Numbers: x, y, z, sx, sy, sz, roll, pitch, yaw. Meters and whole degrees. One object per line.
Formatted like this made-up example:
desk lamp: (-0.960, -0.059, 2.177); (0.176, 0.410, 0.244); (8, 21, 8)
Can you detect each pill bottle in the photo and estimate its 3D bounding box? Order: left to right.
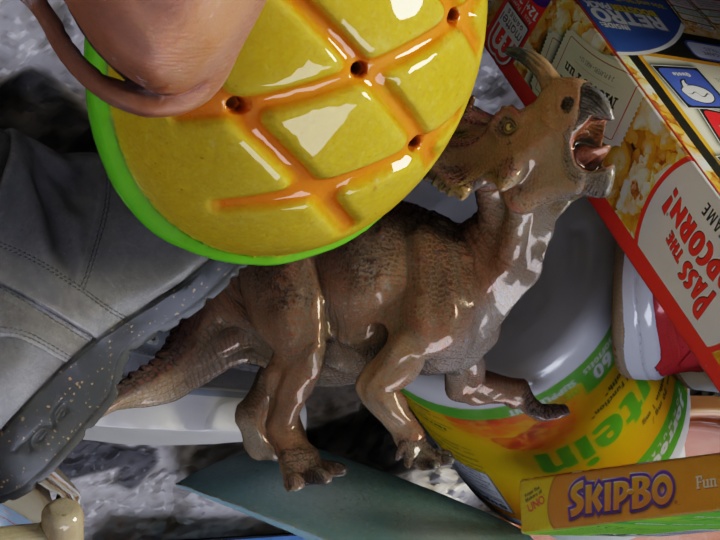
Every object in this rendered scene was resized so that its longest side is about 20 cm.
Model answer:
pill bottle: (0.079, 0.044, 0.901); (0.110, 0.112, 0.200); (-28, 145, 5)

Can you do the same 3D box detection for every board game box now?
board game box: (0.150, -0.032, 0.763); (0.150, 0.201, 0.046); (5, 130, -35)
board game box: (0.165, 0.081, 0.796); (0.199, 0.030, 0.095); (-10, 168, 43)

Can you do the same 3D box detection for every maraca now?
maraca: (-0.016, -0.097, 0.662); (0.136, 0.107, 0.202); (7, 106, -33)

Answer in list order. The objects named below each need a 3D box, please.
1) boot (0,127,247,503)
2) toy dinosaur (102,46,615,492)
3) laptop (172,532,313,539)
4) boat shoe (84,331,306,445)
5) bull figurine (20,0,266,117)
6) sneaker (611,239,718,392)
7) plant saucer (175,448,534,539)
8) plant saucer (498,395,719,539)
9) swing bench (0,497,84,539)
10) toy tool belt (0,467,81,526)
boot: (-0.107, -0.032, 0.718); (0.132, 0.070, 0.200); (46, 74, -22)
toy dinosaur: (0.000, 0.000, 0.754); (0.198, 0.137, 0.086); (-9, -176, 10)
laptop: (-0.062, 0.226, 1.056); (0.188, 0.200, 0.116); (-51, 177, 35)
boat shoe: (-0.106, 0.028, 0.810); (0.199, 0.069, 0.072); (10, 168, -29)
bull figurine: (-0.037, -0.144, 0.576); (0.121, 0.065, 0.201); (30, 80, -13)
sneaker: (0.166, 0.018, 0.817); (0.112, 0.072, 0.200); (6, 175, 22)
plant saucer: (0.016, 0.115, 0.940); (0.201, 0.200, 0.039); (30, 77, -50)
plant saucer: (0.161, 0.152, 1.105); (0.198, 0.032, 0.202); (-4, 117, -8)
swing bench: (-0.191, 0.192, 0.735); (0.197, 0.131, 0.201); (-3, 144, -14)
toy tool belt: (-0.194, 0.107, 0.811); (0.125, 0.123, 0.199); (-42, 141, 24)
